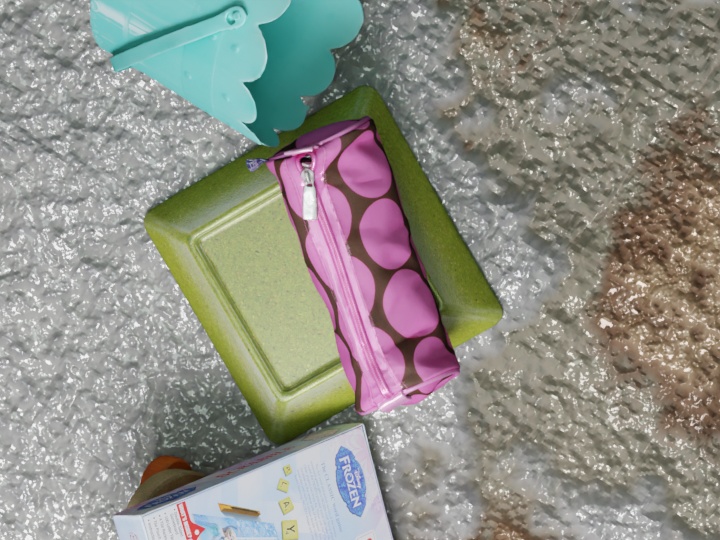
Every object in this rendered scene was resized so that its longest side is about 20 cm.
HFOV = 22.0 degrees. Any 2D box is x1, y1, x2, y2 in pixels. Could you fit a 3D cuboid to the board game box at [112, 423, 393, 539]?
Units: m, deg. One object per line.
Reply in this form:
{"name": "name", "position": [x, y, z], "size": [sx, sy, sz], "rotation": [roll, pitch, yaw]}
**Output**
{"name": "board game box", "position": [-0.058, 0.232, 1.302], "size": [0.199, 0.041, 0.200], "rotation": [-18, 97, -37]}

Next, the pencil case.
{"name": "pencil case", "position": [0.000, 0.000, 1.260], "size": [0.091, 0.094, 0.200], "rotation": [-21, 95, 8]}

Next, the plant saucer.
{"name": "plant saucer", "position": [-0.030, 0.000, 1.333], "size": [0.200, 0.048, 0.200], "rotation": [-30, 93, 8]}

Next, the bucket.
{"name": "bucket", "position": [-0.079, -0.196, 1.243], "size": [0.135, 0.207, 0.207], "rotation": [28, 98, 11]}

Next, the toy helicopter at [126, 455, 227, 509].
{"name": "toy helicopter", "position": [-0.131, 0.240, 1.339], "size": [0.079, 0.132, 0.200], "rotation": [7, 117, 33]}
